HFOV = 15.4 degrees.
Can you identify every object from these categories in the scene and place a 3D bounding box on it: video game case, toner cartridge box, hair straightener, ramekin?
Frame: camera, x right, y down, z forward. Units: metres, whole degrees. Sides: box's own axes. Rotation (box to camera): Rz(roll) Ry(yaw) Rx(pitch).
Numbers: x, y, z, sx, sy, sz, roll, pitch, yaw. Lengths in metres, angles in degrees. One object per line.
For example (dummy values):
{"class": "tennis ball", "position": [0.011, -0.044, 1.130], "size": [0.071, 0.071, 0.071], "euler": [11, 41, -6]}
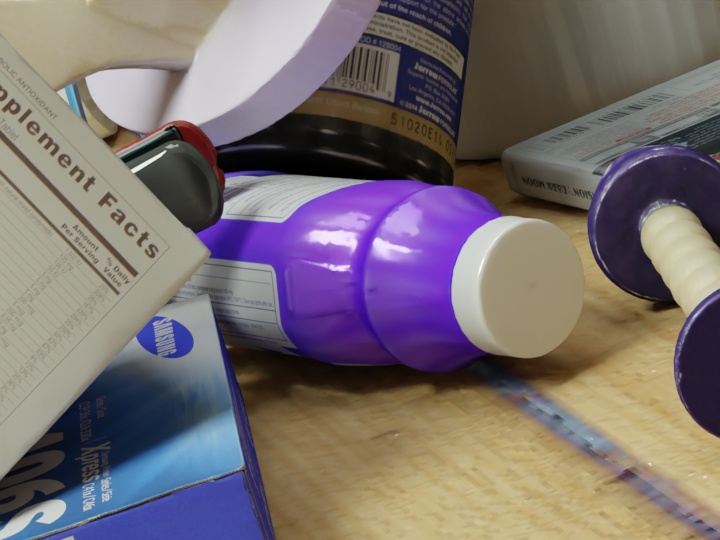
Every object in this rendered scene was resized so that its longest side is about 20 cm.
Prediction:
{"class": "video game case", "position": [0.183, -0.065, 1.073], "size": [0.200, 0.023, 0.182], "euler": [-23, 16, -20]}
{"class": "toner cartridge box", "position": [-0.082, 0.066, 0.877], "size": [0.095, 0.043, 0.200], "euler": [-18, 16, -2]}
{"class": "hair straightener", "position": [-0.141, 0.005, 0.945], "size": [0.200, 0.041, 0.077], "euler": [-22, 15, 1]}
{"class": "ramekin", "position": [0.095, -0.126, 1.233], "size": [0.200, 0.098, 0.200], "euler": [-17, 16, 5]}

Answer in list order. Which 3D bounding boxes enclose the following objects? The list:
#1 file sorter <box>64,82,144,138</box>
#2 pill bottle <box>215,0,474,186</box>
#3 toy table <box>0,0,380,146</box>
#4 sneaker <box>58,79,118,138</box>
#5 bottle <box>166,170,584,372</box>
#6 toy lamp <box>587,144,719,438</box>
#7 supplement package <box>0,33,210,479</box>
{"class": "file sorter", "position": [-0.179, -0.017, 1.094], "size": [0.123, 0.139, 0.200], "euler": [-5, 20, 27]}
{"class": "pill bottle", "position": [-0.007, -0.124, 1.097], "size": [0.112, 0.200, 0.112], "euler": [7, -16, 2]}
{"class": "toy table", "position": [-0.088, -0.126, 1.005], "size": [0.117, 0.184, 0.200], "euler": [20, -24, -30]}
{"class": "sneaker", "position": [-0.201, -0.095, 1.510], "size": [0.115, 0.074, 0.200], "euler": [-20, 7, 0]}
{"class": "bottle", "position": [0.000, 0.000, 0.963], "size": [0.083, 0.065, 0.200], "euler": [-11, 10, -35]}
{"class": "toy lamp", "position": [0.111, -0.001, 0.873], "size": [0.058, 0.058, 0.200], "euler": [-18, 18, 0]}
{"class": "supplement package", "position": [-0.163, 0.027, 0.826], "size": [0.200, 0.114, 0.110], "euler": [-47, 16, -15]}
